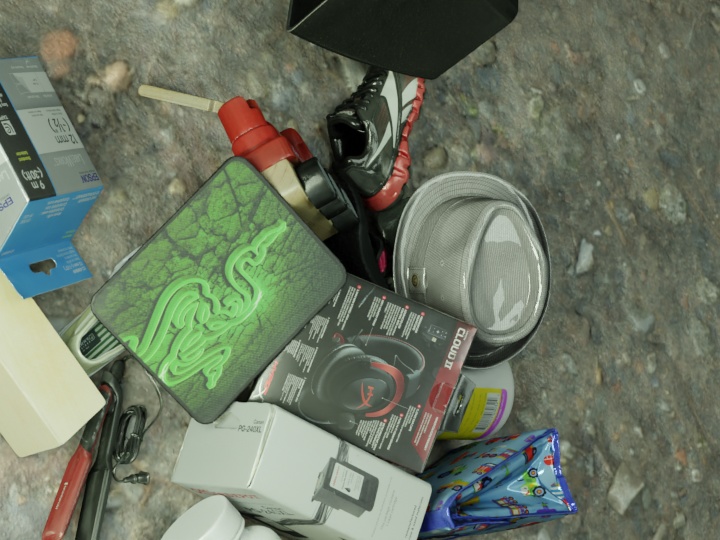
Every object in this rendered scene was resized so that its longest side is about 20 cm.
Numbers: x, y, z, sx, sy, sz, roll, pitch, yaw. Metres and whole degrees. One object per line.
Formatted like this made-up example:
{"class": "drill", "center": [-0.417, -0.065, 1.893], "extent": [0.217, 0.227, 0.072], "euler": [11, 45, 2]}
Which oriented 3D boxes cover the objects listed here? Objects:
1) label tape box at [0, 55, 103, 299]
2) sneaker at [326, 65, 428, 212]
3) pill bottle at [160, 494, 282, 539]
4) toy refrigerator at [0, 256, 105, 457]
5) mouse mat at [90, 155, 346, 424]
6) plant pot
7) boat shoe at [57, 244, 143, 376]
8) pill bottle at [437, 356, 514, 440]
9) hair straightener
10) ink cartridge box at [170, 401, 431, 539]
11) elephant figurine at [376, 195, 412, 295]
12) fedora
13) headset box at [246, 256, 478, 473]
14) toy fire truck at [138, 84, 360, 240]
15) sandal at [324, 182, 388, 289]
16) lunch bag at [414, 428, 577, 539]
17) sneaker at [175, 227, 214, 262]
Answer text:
{"class": "label tape box", "center": [-0.291, -0.085, 1.591], "extent": [0.201, 0.066, 0.143], "euler": [60, 20, 3]}
{"class": "sneaker", "center": [0.014, -0.168, 1.933], "extent": [0.097, 0.071, 0.202], "euler": [27, 62, -35]}
{"class": "pill bottle", "center": [-0.095, 0.306, 1.673], "extent": [0.201, 0.111, 0.111], "euler": [53, 50, -17]}
{"class": "toy refrigerator", "center": [-0.312, 0.058, 1.578], "extent": [0.070, 0.076, 0.201], "euler": [-44, 107, -40]}
{"class": "mouse mat", "center": [-0.126, 0.017, 1.652], "extent": [0.200, 0.008, 0.161], "euler": [-46, 104, -11]}
{"class": "plant pot", "center": [0.059, -0.321, 1.901], "extent": [0.177, 0.199, 0.201], "euler": [31, 44, -29]}
{"class": "boat shoe", "center": [-0.210, 0.037, 1.682], "extent": [0.072, 0.062, 0.200], "euler": [53, 49, -16]}
{"class": "pill bottle", "center": [0.056, 0.120, 1.864], "extent": [0.199, 0.104, 0.105], "euler": [6, 74, -40]}
{"class": "hair straightener", "center": [-0.226, 0.169, 1.653], "extent": [0.077, 0.041, 0.201], "euler": [33, 54, -30]}
{"class": "ink cartridge box", "center": [-0.057, 0.199, 1.710], "extent": [0.199, 0.145, 0.084], "euler": [30, 70, -31]}
{"class": "elephant figurine", "center": [0.085, -0.037, 1.939], "extent": [0.140, 0.156, 0.202], "euler": [-3, 64, -2]}
{"class": "fedora", "center": [0.126, -0.003, 1.811], "extent": [0.175, 0.090, 0.202], "euler": [8, 84, -21]}
{"class": "headset box", "center": [0.010, 0.094, 1.722], "extent": [0.198, 0.075, 0.150], "euler": [22, 85, -3]}
{"class": "toy fire truck", "center": [-0.110, -0.113, 1.776], "extent": [0.201, 0.128, 0.176], "euler": [63, 5, 14]}
{"class": "sandal", "center": [0.000, 0.000, 1.842], "extent": [0.045, 0.075, 0.201], "euler": [17, 42, -39]}
{"class": "lunch bag", "center": [0.092, 0.232, 1.831], "extent": [0.199, 0.150, 0.095], "euler": [-12, 86, -43]}
{"class": "sneaker", "center": [-0.130, 0.021, 1.734], "extent": [0.200, 0.072, 0.078], "euler": [52, 51, -43]}
